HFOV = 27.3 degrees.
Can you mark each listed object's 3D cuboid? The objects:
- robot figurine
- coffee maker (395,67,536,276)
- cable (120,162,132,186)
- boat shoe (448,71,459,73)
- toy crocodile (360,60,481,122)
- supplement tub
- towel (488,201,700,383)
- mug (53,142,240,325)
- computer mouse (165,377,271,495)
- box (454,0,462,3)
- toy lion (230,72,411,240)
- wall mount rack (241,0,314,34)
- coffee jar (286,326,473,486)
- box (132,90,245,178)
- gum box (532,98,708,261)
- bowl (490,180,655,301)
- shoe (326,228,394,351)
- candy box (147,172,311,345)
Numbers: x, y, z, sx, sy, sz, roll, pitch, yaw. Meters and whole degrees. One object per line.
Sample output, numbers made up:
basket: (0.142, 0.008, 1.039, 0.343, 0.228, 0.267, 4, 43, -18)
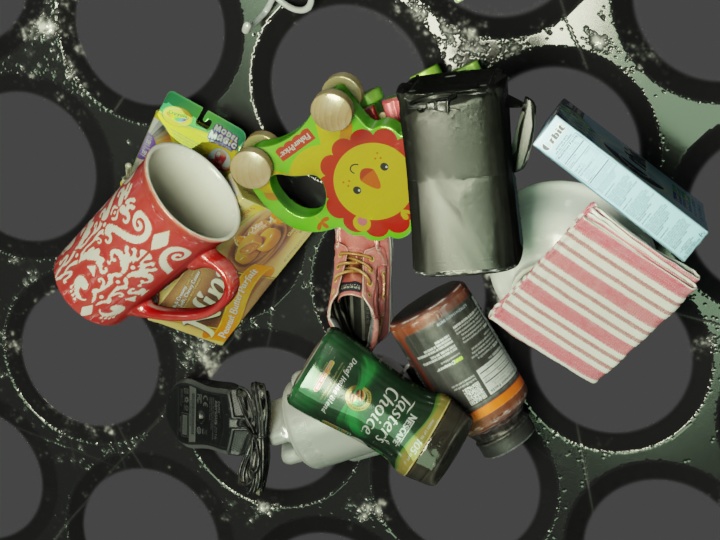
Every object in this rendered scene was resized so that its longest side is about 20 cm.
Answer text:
robot figurine: (-0.015, 0.169, 1.786, 0.199, 0.113, 0.170, -21, 133, 19)
coffee maker: (0.095, -0.097, 1.544, 0.134, 0.192, 0.201, 3, 108, 33)
cable: (-0.258, -0.033, 1.791, 0.097, 0.050, 0.201, 17, 122, -3)
boat shoe: (0.105, -0.138, 1.678, 0.073, 0.062, 0.201, 17, 122, 22)
toy crocodile: (0.051, -0.185, 1.697, 0.199, 0.062, 0.068, -19, 100, 17)
supplement tub: (0.125, 0.120, 1.742, 0.107, 0.107, 0.201, -29, 97, 19)
towel: (0.248, 0.029, 1.588, 0.146, 0.030, 0.200, 33, 132, -6)
mug: (-0.242, -0.016, 1.678, 0.200, 0.133, 0.178, -38, 61, 30)
computer mouse: (-0.166, 0.187, 1.828, 0.200, 0.053, 0.139, 13, 102, 47)
box: (0.161, -0.403, 1.623, 0.199, 0.036, 0.145, -25, 98, 18)
toy lion: (-0.017, -0.109, 1.675, 0.200, 0.069, 0.192, -32, 106, 27)
wall mount rack: (-0.137, -0.358, 1.653, 0.200, 0.075, 0.174, 40, 148, 1)
coffee jar: (0.024, 0.156, 1.674, 0.199, 0.085, 0.105, 31, 85, 2)
box: (-0.219, -0.108, 1.793, 0.117, 0.048, 0.201, 30, 113, 4)
gum box: (0.282, -0.102, 1.605, 0.200, 0.170, 0.045, 38, 107, 0)
bowl: (0.225, 0.006, 1.658, 0.200, 0.090, 0.202, 13, 130, 16)
shoe: (0.000, 0.000, 1.746, 0.071, 0.091, 0.201, -1, 105, 14)
candy box: (-0.161, -0.011, 1.771, 0.115, 0.055, 0.200, 23, 117, -38)
